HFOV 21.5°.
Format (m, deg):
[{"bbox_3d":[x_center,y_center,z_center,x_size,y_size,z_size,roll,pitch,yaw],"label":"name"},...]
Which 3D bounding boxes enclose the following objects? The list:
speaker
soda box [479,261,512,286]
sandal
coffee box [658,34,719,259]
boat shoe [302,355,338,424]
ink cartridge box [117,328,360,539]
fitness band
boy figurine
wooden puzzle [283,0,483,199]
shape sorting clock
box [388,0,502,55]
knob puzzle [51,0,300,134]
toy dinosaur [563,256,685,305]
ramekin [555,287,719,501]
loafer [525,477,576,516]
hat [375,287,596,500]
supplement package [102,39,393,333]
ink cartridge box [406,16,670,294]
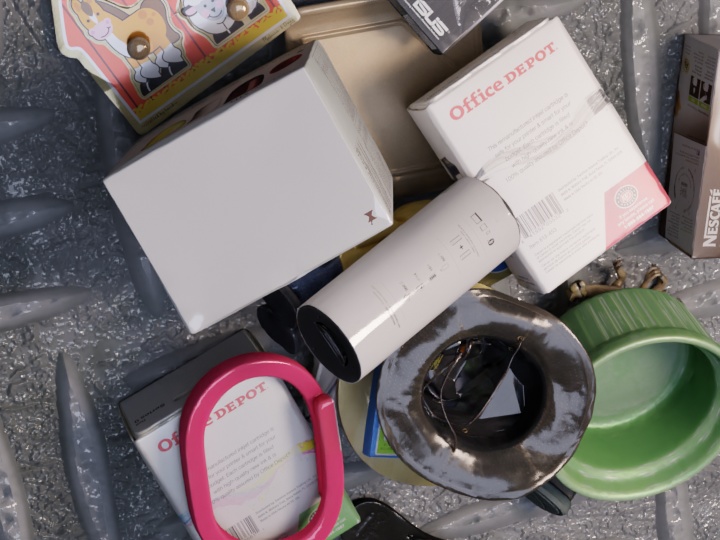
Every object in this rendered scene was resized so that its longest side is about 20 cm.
[{"bbox_3d":[0.041,0.007,1.602,0.200,0.081,0.082,-39,118,-26],"label":"speaker"},{"bbox_3d":[0.143,-0.044,1.771,0.199,0.068,0.064,-29,114,-7],"label":"soda box"},{"bbox_3d":[0.063,0.293,1.876,0.199,0.045,0.075,33,96,-25],"label":"sandal"},{"bbox_3d":[0.360,-0.118,1.810,0.114,0.080,0.201,0,108,-18],"label":"coffee box"},{"bbox_3d":[-0.023,0.043,1.750,0.069,0.071,0.201,21,99,-15],"label":"boat shoe"},{"bbox_3d":[-0.112,0.178,1.755,0.145,0.088,0.201,-31,117,-6],"label":"ink cartridge box"},{"bbox_3d":[-0.089,0.170,1.696,0.143,0.037,0.201,-10,109,-13],"label":"fitness band"},{"bbox_3d":[0.000,0.000,1.669,0.199,0.064,0.125,-27,143,-30],"label":"boy figurine"},{"bbox_3d":[0.025,-0.158,1.714,0.184,0.037,0.201,-12,116,-15],"label":"wooden puzzle"},{"bbox_3d":[0.072,0.103,1.749,0.198,0.039,0.202,-4,107,-14],"label":"shape sorting clock"},{"bbox_3d":[0.060,-0.311,1.630,0.158,0.048,0.200,-41,98,0],"label":"box"},{"bbox_3d":[-0.175,-0.242,1.601,0.218,0.030,0.221,-2,108,-6],"label":"knob puzzle"},{"bbox_3d":[0.266,0.046,1.862,0.101,0.058,0.200,-35,128,8],"label":"toy dinosaur"},{"bbox_3d":[0.255,0.113,1.809,0.199,0.098,0.201,-8,127,-11],"label":"ramekin"},{"bbox_3d":[0.148,0.161,1.854,0.200,0.072,0.063,46,70,-30],"label":"loafer"},{"bbox_3d":[0.105,0.105,1.696,0.199,0.081,0.202,-2,99,-10],"label":"hat"},{"bbox_3d":[-0.087,-0.076,1.577,0.190,0.200,0.148,-28,101,7],"label":"supplement package"},{"bbox_3d":[0.157,-0.104,1.686,0.144,0.084,0.201,-35,101,-7],"label":"ink cartridge box"}]
